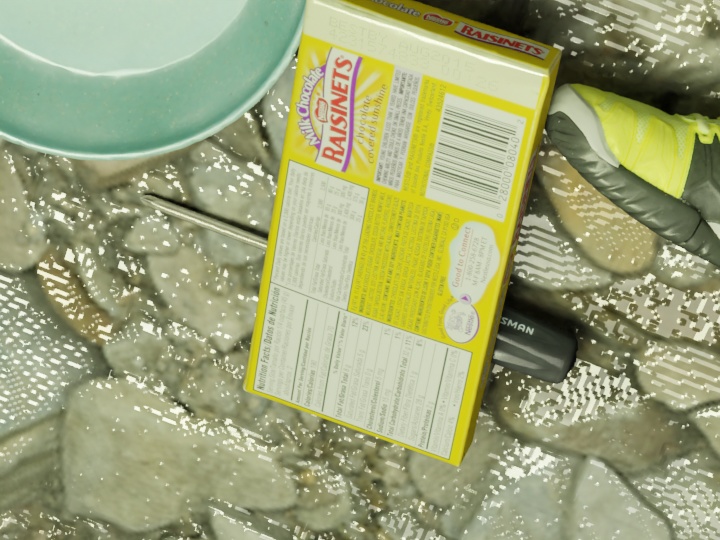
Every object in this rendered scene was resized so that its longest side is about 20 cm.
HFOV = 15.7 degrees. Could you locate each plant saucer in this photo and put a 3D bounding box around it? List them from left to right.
[{"bbox_3d":[-0.110,-0.142,1.043,0.198,0.036,0.201,4,118,8],"label":"plant saucer"}]

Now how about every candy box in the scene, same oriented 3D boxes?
[{"bbox_3d":[0.014,-0.016,1.062,0.102,0.026,0.201,21,127,13],"label":"candy box"}]

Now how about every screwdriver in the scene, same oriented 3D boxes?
[{"bbox_3d":[0.000,0.000,1.112,0.199,0.028,0.029,26,91,4],"label":"screwdriver"}]

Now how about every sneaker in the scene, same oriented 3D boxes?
[{"bbox_3d":[0.167,-0.033,1.040,0.199,0.075,0.077,25,99,-6],"label":"sneaker"}]
